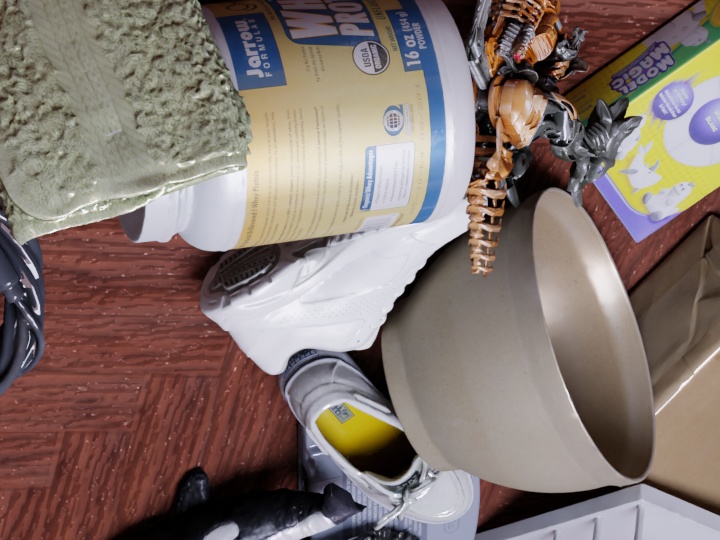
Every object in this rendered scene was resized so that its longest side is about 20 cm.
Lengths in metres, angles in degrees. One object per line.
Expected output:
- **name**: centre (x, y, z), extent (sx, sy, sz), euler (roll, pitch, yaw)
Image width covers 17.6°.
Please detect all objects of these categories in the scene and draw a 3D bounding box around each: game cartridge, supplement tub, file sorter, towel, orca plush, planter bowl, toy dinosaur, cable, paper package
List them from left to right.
- **cable**: centre (-0.257, 0.001, 1.380), extent (0.200, 0.051, 0.164), euler (45, 58, -44)
- **towel**: centre (-0.153, -0.124, 1.281), extent (0.148, 0.201, 0.037), euler (-20, 164, -7)
- **orca plush**: centre (-0.101, 0.173, 1.614), extent (0.199, 0.105, 0.071), euler (-22, 94, 29)
- **supplement tub**: centre (-0.045, -0.090, 1.376), extent (0.199, 0.145, 0.145), euler (-8, 130, -18)
- **game cartridge**: centre (0.021, 0.173, 1.693), extent (0.133, 0.041, 0.201), euler (-9, 130, -12)
- **toy dinosaur**: centre (0.090, -0.100, 1.433), extent (0.201, 0.102, 0.136), euler (-60, 145, -2)
- **planter bowl**: centre (0.098, 0.061, 1.545), extent (0.134, 0.201, 0.200), euler (-19, 136, 23)
- **file sorter**: centre (0.185, 0.253, 1.697), extent (0.138, 0.125, 0.200), euler (24, 152, -28)
- **paper package**: centre (0.269, 0.088, 1.684), extent (0.200, 0.104, 0.191), euler (31, 110, -38)

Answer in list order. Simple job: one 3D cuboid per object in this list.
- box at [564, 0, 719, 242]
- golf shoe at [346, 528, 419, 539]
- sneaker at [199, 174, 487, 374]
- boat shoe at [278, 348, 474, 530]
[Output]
- **box**: centre (0.235, -0.117, 1.541), extent (0.200, 0.048, 0.117), euler (-37, 132, 6)
- **golf shoe**: centre (-0.024, 0.233, 1.660), extent (0.199, 0.078, 0.094), euler (4, 156, -42)
- **sneaker**: centre (0.000, 0.000, 1.511), extent (0.199, 0.078, 0.100), euler (-26, 124, 11)
- **boat shoe**: centre (0.024, 0.131, 1.579), extent (0.074, 0.086, 0.202), euler (-36, 131, 7)
